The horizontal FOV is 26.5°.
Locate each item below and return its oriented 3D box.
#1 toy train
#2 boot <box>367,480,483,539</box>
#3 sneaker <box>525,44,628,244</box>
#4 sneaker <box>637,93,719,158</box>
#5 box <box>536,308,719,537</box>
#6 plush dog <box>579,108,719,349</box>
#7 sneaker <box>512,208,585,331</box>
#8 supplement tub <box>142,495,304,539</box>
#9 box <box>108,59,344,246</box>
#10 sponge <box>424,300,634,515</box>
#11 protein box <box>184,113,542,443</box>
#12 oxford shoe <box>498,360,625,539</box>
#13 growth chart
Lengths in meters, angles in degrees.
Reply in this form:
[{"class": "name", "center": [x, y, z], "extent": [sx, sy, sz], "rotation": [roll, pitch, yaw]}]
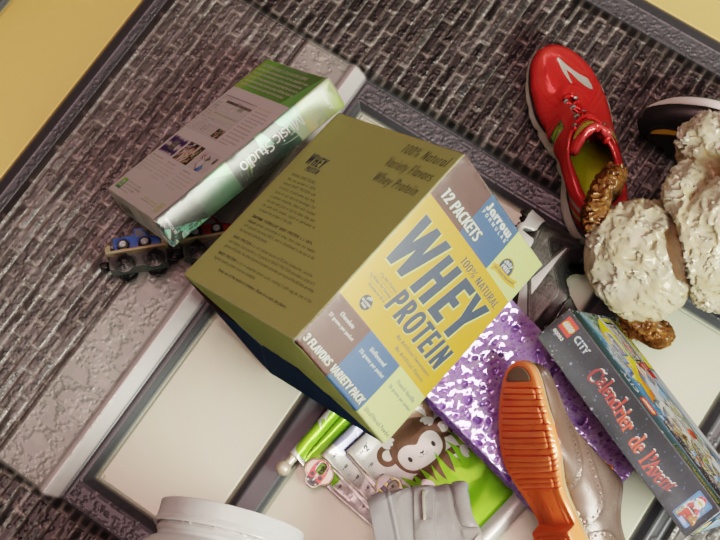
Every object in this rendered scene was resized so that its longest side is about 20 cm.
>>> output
[{"class": "toy train", "center": [-0.140, -0.028, 1.394], "extent": [0.198, 0.034, 0.046], "rotation": [-11, 67, -1]}, {"class": "boot", "center": [0.069, 0.256, 1.225], "extent": [0.095, 0.074, 0.201], "rotation": [-13, 53, 0]}, {"class": "sneaker", "center": [0.205, -0.123, 1.384], "extent": [0.076, 0.085, 0.201], "rotation": [-15, 71, -4]}, {"class": "sneaker", "center": [0.339, -0.091, 1.374], "extent": [0.199, 0.070, 0.091], "rotation": [18, 69, 7]}, {"class": "box", "center": [0.237, 0.124, 1.267], "extent": [0.038, 0.136, 0.200], "rotation": [-41, 70, 17]}, {"class": "plush dog", "center": [0.273, -0.017, 1.291], "extent": [0.171, 0.161, 0.201], "rotation": [-18, 100, 12]}, {"class": "sneaker", "center": [0.144, 0.045, 1.338], "extent": [0.090, 0.067, 0.201], "rotation": [23, 71, 13]}, {"class": "supplement tub", "center": [-0.127, 0.294, 1.222], "extent": [0.144, 0.145, 0.201], "rotation": [12, 72, 7]}, {"class": "box", "center": [-0.123, -0.110, 1.374], "extent": [0.200, 0.144, 0.036], "rotation": [-41, 117, -10]}, {"class": "sponge", "center": [0.142, 0.121, 1.292], "extent": [0.200, 0.030, 0.112], "rotation": [46, 79, -9]}, {"class": "protein box", "center": [0.000, 0.000, 1.277], "extent": [0.200, 0.135, 0.198], "rotation": [-47, 34, -12]}, {"class": "oxford shoe", "center": [0.169, 0.163, 1.255], "extent": [0.073, 0.071, 0.201], "rotation": [-21, 100, -30]}, {"class": "growth chart", "center": [0.047, 0.172, 1.325], "extent": [0.199, 0.018, 0.145], "rotation": [34, 75, 12]}]
